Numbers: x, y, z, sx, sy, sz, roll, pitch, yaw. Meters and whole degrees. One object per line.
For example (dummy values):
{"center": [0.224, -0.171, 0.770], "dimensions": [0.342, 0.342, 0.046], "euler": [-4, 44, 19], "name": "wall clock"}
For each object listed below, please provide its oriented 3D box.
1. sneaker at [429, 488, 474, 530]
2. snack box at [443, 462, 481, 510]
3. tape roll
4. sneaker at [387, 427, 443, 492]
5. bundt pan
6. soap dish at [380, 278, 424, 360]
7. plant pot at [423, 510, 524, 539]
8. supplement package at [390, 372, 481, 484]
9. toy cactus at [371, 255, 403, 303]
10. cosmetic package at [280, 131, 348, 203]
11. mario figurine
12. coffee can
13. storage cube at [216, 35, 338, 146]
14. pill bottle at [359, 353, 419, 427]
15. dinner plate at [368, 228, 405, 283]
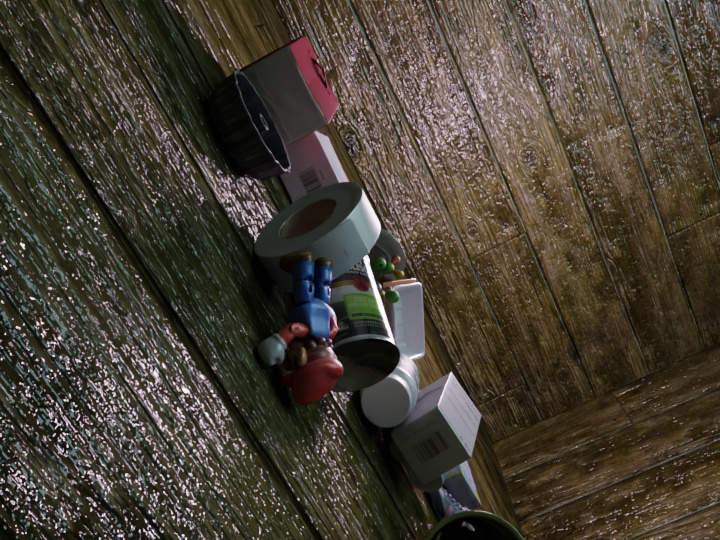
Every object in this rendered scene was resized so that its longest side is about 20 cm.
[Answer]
{"center": [0.218, 0.548, 1.504], "dimensions": [0.202, 0.081, 0.070], "euler": [63, 9, -11], "name": "sneaker"}
{"center": [0.259, 0.540, 1.838], "dimensions": [0.201, 0.067, 0.170], "euler": [-101, 164, -53], "name": "snack box"}
{"center": [-0.068, -0.056, 1.056], "dimensions": [0.071, 0.200, 0.203], "euler": [60, 9, -27], "name": "tape roll"}
{"center": [0.117, 0.380, 1.393], "dimensions": [0.201, 0.070, 0.100], "euler": [55, 17, -32], "name": "sneaker"}
{"center": [-0.205, -0.253, 1.193], "dimensions": [0.204, 0.075, 0.202], "euler": [63, 9, -18], "name": "bundt pan"}
{"center": [0.087, 0.126, 1.601], "dimensions": [0.156, 0.080, 0.204], "euler": [-6, 93, -55], "name": "soap dish"}
{"center": [0.184, 0.510, 1.156], "dimensions": [0.190, 0.197, 0.203], "euler": [92, -26, -80], "name": "plant pot"}
{"center": [0.155, 0.308, 1.316], "dimensions": [0.118, 0.116, 0.200], "euler": [55, 18, 1], "name": "supplement package"}
{"center": [0.000, 0.000, 1.474], "dimensions": [0.199, 0.164, 0.103], "euler": [39, 47, -17], "name": "toy cactus"}
{"center": [-0.101, -0.207, 1.556], "dimensions": [0.202, 0.122, 0.200], "euler": [64, 10, -2], "name": "cosmetic package"}
{"center": [-0.085, 0.083, 0.914], "dimensions": [0.106, 0.121, 0.203], "euler": [131, -41, -66], "name": "mario figurine"}
{"center": [-0.029, 0.078, 1.106], "dimensions": [0.147, 0.145, 0.202], "euler": [54, 14, -50], "name": "coffee can"}
{"center": [-0.165, -0.358, 1.368], "dimensions": [0.173, 0.198, 0.180], "euler": [62, 15, -20], "name": "storage cube"}
{"center": [0.059, 0.235, 1.309], "dimensions": [0.114, 0.112, 0.200], "euler": [64, 8, -1], "name": "pill bottle"}
{"center": [0.007, -0.029, 1.525], "dimensions": [0.201, 0.197, 0.024], "euler": [58, 34, -37], "name": "dinner plate"}
